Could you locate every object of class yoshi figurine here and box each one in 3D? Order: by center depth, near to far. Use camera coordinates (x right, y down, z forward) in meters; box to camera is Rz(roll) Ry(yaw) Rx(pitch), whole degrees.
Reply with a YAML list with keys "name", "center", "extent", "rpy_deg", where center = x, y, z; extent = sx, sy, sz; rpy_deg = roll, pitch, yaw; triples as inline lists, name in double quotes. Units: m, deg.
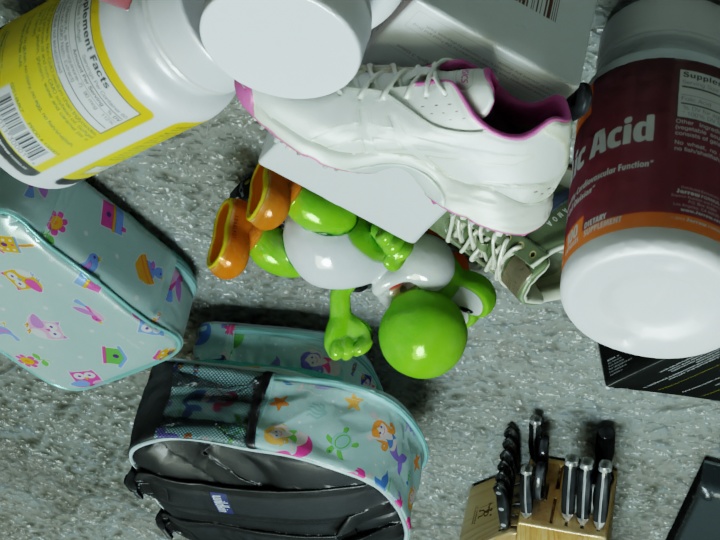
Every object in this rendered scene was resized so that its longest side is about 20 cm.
- name: "yoshi figurine"
  center: [0.002, 0.009, 1.830]
  extent: [0.200, 0.112, 0.112]
  rpy_deg: [23, -178, -22]

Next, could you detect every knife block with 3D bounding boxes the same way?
- name: "knife block"
  center: [0.169, 0.191, 2.086]
  extent: [0.200, 0.064, 0.175]
  rpy_deg: [37, 139, -28]

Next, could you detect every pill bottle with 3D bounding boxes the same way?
- name: "pill bottle"
  center: [-0.023, -0.198, 1.514]
  extent: [0.119, 0.200, 0.120]
  rpy_deg: [10, 144, 7]
- name: "pill bottle"
  center: [0.182, -0.059, 1.623]
  extent: [0.114, 0.200, 0.114]
  rpy_deg: [6, 144, 4]
- name: "pill bottle"
  center: [-0.146, -0.133, 1.720]
  extent: [0.200, 0.115, 0.114]
  rpy_deg: [-22, 131, 40]

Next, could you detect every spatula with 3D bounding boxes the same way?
- name: "spatula"
  center: [0.117, -0.089, 1.665]
  extent: [0.020, 0.057, 0.200]
  rpy_deg: [6, 174, -4]

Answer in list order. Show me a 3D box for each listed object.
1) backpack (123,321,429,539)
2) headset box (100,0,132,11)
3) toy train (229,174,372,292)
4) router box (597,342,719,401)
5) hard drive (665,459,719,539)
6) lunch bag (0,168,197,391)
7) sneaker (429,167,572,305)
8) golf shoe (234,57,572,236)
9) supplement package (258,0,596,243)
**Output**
- name: "backpack"
  center: [-0.049, 0.131, 2.008]
  extent: [0.199, 0.151, 0.178]
  rpy_deg: [9, 151, 21]
- name: "headset box"
  center: [-0.127, -0.256, 1.518]
  extent: [0.077, 0.149, 0.200]
  rpy_deg: [19, 143, -5]
- name: "toy train"
  center: [-0.002, -0.011, 1.904]
  extent: [0.200, 0.034, 0.046]
  rpy_deg: [31, 129, -20]
- name: "router box"
  center: [0.276, 0.031, 1.798]
  extent: [0.149, 0.051, 0.200]
  rpy_deg: [9, 154, -39]
- name: "hard drive"
  center: [0.339, 0.215, 2.084]
  extent: [0.199, 0.033, 0.140]
  rpy_deg: [14, 144, 0]
- name: "lunch bag"
  center: [-0.231, 0.001, 1.963]
  extent: [0.160, 0.077, 0.200]
  rpy_deg: [-21, 131, 41]
- name: "sneaker"
  center: [0.106, -0.022, 1.798]
  extent: [0.200, 0.090, 0.067]
  rpy_deg: [10, 145, 7]
- name: "golf shoe"
  center: [0.029, -0.094, 1.561]
  extent: [0.199, 0.075, 0.092]
  rpy_deg: [20, 128, -8]
- name: "supplement package"
  center: [0.042, -0.128, 1.656]
  extent: [0.117, 0.118, 0.200]
  rpy_deg: [27, 142, -18]
